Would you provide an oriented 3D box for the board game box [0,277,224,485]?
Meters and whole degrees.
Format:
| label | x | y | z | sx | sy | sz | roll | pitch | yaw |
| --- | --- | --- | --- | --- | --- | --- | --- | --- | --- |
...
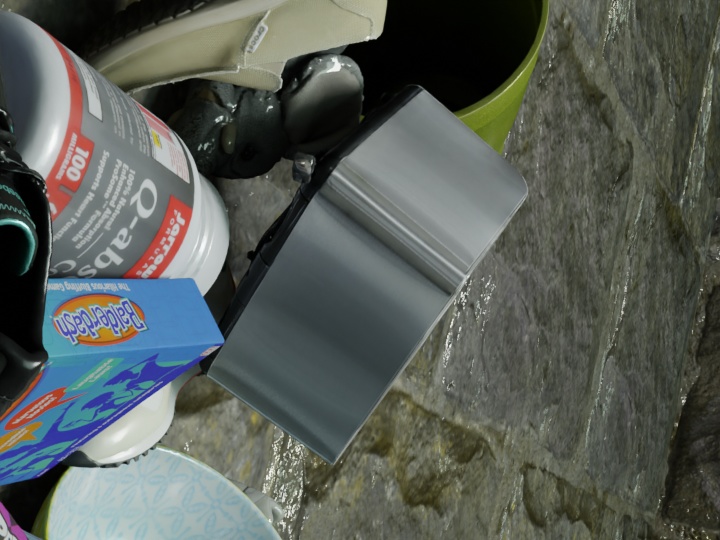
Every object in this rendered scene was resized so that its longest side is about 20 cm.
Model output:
| label | x | y | z | sx | sy | sz | roll | pitch | yaw |
| --- | --- | --- | --- | --- | --- | --- | --- | --- | --- |
| board game box | -0.179 | 0.061 | 0.675 | 0.045 | 0.151 | 0.199 | 60 | 22 | 14 |

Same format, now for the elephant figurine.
| label | x | y | z | sx | sy | sz | roll | pitch | yaw |
| --- | --- | --- | --- | --- | --- | --- | --- | --- | --- |
| elephant figurine | -0.068 | -0.124 | 0.903 | 0.142 | 0.153 | 0.203 | -130 | -130 | -64 |

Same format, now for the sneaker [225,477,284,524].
| label | x | y | z | sx | sy | sz | roll | pitch | yaw |
| --- | --- | --- | --- | --- | --- | --- | --- | --- | --- |
| sneaker | -0.110 | 0.238 | 0.936 | 0.076 | 0.091 | 0.203 | 40 | 63 | -72 |

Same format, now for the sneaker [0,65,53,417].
| label | x | y | z | sx | sy | sz | roll | pitch | yaw |
| --- | --- | --- | --- | --- | --- | --- | --- | --- | --- |
| sneaker | -0.151 | -0.029 | 0.536 | 0.075 | 0.079 | 0.203 | 17 | 55 | -46 |

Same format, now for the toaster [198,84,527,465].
| label | x | y | z | sx | sy | sz | roll | pitch | yaw |
| --- | --- | --- | --- | --- | --- | --- | --- | --- | --- |
| toaster | 0.000 | 0.000 | 0.860 | 0.182 | 0.118 | 0.200 | -57 | 175 | 30 |

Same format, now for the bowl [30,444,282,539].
| label | x | y | z | sx | sy | sz | roll | pitch | yaw |
| --- | --- | --- | --- | --- | --- | --- | --- | --- | --- |
| bowl | -0.135 | 0.218 | 0.840 | 0.108 | 0.201 | 0.200 | -43 | 172 | 28 |

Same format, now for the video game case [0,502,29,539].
| label | x | y | z | sx | sy | sz | roll | pitch | yaw |
| --- | --- | --- | --- | --- | --- | --- | --- | --- | --- |
| video game case | -0.206 | 0.149 | 0.526 | 0.183 | 0.198 | 0.036 | 60 | 18 | -25 |

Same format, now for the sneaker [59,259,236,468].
| label | x | y | z | sx | sy | sz | roll | pitch | yaw |
| --- | --- | --- | --- | --- | --- | --- | --- | --- | --- |
| sneaker | -0.138 | 0.039 | 0.854 | 0.200 | 0.069 | 0.095 | -49 | 134 | -53 |

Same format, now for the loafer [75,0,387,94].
| label | x | y | z | sx | sy | sz | roll | pitch | yaw |
| --- | --- | --- | --- | --- | --- | --- | --- | --- | --- |
| loafer | -0.071 | -0.133 | 0.783 | 0.076 | 0.197 | 0.069 | -93 | 162 | -62 |

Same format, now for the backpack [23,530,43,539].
| label | x | y | z | sx | sy | sz | roll | pitch | yaw |
| --- | --- | --- | --- | --- | --- | --- | --- | --- | --- |
| backpack | -0.190 | 0.230 | 0.672 | 0.150 | 0.175 | 0.203 | -22 | 123 | -56 |

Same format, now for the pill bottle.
| label | x | y | z | sx | sy | sz | roll | pitch | yaw |
| --- | --- | --- | --- | --- | --- | --- | --- | --- | --- |
| pill bottle | -0.154 | -0.044 | 0.722 | 0.200 | 0.114 | 0.118 | 36 | 66 | -63 |

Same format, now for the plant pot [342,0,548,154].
| label | x | y | z | sx | sy | sz | roll | pitch | yaw |
| --- | --- | --- | --- | --- | --- | --- | --- | --- | --- |
| plant pot | 0.047 | -0.150 | 1.063 | 0.193 | 0.197 | 0.203 | 73 | 34 | -64 |
